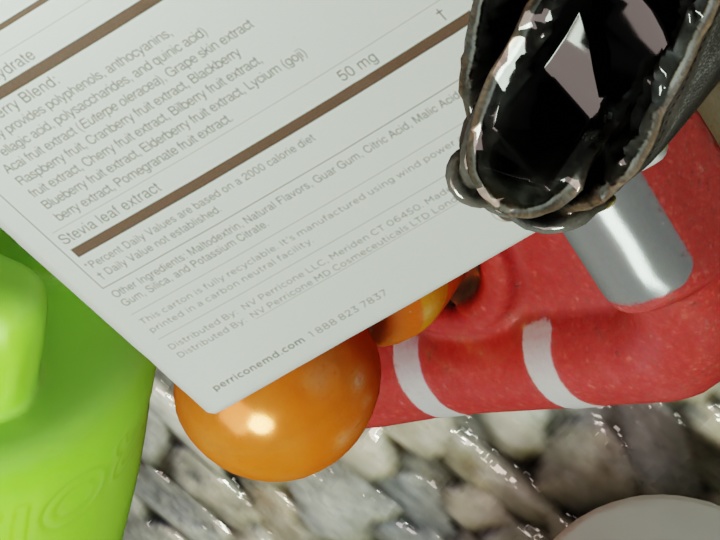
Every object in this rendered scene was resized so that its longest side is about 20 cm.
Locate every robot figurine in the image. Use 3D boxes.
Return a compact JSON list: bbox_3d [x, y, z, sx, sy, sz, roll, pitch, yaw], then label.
[{"bbox_3d":[-0.112,0.040,0.696,0.115,0.176,0.200,18,141,1],"label":"robot figurine"}]

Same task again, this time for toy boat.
[{"bbox_3d":[0.000,0.000,0.705,0.200,0.131,0.131,-8,123,52],"label":"toy boat"}]

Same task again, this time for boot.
[{"bbox_3d":[0.068,-0.067,0.505,0.069,0.174,0.200,34,148,12],"label":"boot"}]

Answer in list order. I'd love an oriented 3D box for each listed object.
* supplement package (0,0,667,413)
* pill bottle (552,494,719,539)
[{"bbox_3d":[-0.047,-0.091,0.562,0.120,0.121,0.200,-29,129,20],"label":"supplement package"},{"bbox_3d":[0.066,0.149,0.825,0.120,0.120,0.200,36,148,10],"label":"pill bottle"}]
